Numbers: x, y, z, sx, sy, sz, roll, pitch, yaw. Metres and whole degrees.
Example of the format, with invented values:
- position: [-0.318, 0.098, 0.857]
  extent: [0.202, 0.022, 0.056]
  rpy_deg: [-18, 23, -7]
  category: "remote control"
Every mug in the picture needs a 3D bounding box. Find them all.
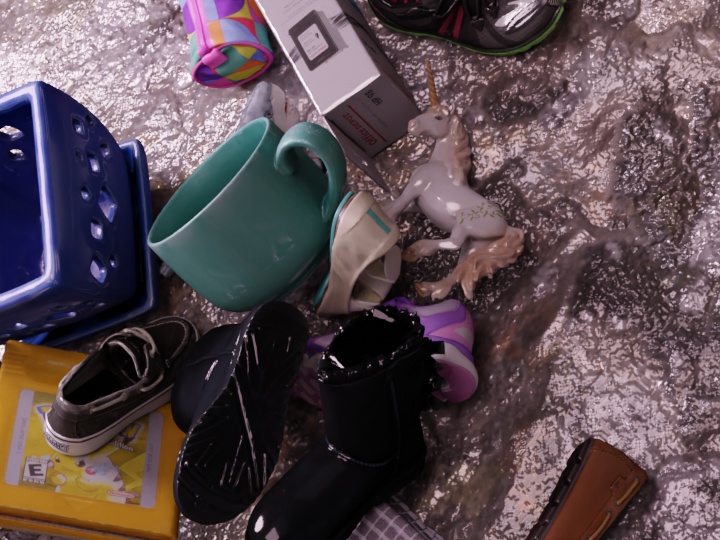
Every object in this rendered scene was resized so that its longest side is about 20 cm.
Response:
- position: [-0.086, -0.040, 1.565]
  extent: [0.152, 0.114, 0.185]
  rpy_deg: [-51, 18, -17]
  category: "mug"

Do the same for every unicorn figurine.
- position: [0.068, -0.062, 1.587]
  extent: [0.137, 0.074, 0.200]
  rpy_deg: [-36, 69, -14]
  category: "unicorn figurine"

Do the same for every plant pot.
- position: [-0.296, -0.032, 1.672]
  extent: [0.199, 0.179, 0.202]
  rpy_deg: [-19, 67, 29]
  category: "plant pot"

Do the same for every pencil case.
- position: [-0.142, -0.274, 1.742]
  extent: [0.088, 0.088, 0.201]
  rpy_deg: [-24, 67, 16]
  category: "pencil case"

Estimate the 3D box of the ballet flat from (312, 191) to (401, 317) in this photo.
- position: [0.000, 0.000, 1.552]
  extent: [0.069, 0.200, 0.070]
  rpy_deg: [2, 68, -5]
  category: "ballet flat"

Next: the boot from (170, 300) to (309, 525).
- position: [-0.118, 0.127, 1.545]
  extent: [0.076, 0.168, 0.201]
  rpy_deg: [26, 69, -14]
  category: "boot"

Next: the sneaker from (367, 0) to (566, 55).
- position: [0.087, -0.241, 1.627]
  extent: [0.199, 0.084, 0.077]
  rpy_deg: [7, 78, 26]
  category: "sneaker"

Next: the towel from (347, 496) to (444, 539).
- position: [-0.005, 0.270, 1.518]
  extent: [0.200, 0.086, 0.166]
  rpy_deg: [39, 92, 28]
  category: "towel"

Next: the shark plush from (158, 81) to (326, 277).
- position: [-0.123, -0.082, 1.676]
  extent: [0.200, 0.083, 0.091]
  rpy_deg: [-42, 46, 20]
  category: "shark plush"

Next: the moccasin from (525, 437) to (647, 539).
- position: [0.164, 0.234, 1.452]
  extent: [0.077, 0.074, 0.202]
  rpy_deg: [32, 68, 0]
  category: "moccasin"

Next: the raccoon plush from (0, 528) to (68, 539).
- position: [-0.314, 0.187, 1.652]
  extent: [0.200, 0.134, 0.097]
  rpy_deg: [35, 92, 28]
  category: "raccoon plush"

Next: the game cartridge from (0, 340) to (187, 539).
- position: [-0.238, 0.150, 1.591]
  extent: [0.175, 0.033, 0.201]
  rpy_deg: [11, 41, -10]
  category: "game cartridge"

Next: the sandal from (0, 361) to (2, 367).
- position: [-0.251, 0.130, 1.682]
  extent: [0.199, 0.075, 0.045]
  rpy_deg: [28, 80, 21]
  category: "sandal"

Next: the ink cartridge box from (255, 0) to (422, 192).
- position: [-0.012, -0.180, 1.637]
  extent: [0.066, 0.116, 0.201]
  rpy_deg: [-34, 65, 10]
  category: "ink cartridge box"

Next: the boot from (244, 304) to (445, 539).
- position: [-0.015, 0.129, 1.443]
  extent: [0.198, 0.163, 0.073]
  rpy_deg: [-33, 51, -30]
  category: "boot"

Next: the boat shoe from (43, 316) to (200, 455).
- position: [-0.201, 0.087, 1.608]
  extent: [0.070, 0.200, 0.064]
  rpy_deg: [29, 129, 13]
  category: "boat shoe"

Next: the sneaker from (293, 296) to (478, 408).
- position: [0.019, 0.067, 1.576]
  extent: [0.199, 0.081, 0.089]
  rpy_deg: [-7, 51, 32]
  category: "sneaker"
